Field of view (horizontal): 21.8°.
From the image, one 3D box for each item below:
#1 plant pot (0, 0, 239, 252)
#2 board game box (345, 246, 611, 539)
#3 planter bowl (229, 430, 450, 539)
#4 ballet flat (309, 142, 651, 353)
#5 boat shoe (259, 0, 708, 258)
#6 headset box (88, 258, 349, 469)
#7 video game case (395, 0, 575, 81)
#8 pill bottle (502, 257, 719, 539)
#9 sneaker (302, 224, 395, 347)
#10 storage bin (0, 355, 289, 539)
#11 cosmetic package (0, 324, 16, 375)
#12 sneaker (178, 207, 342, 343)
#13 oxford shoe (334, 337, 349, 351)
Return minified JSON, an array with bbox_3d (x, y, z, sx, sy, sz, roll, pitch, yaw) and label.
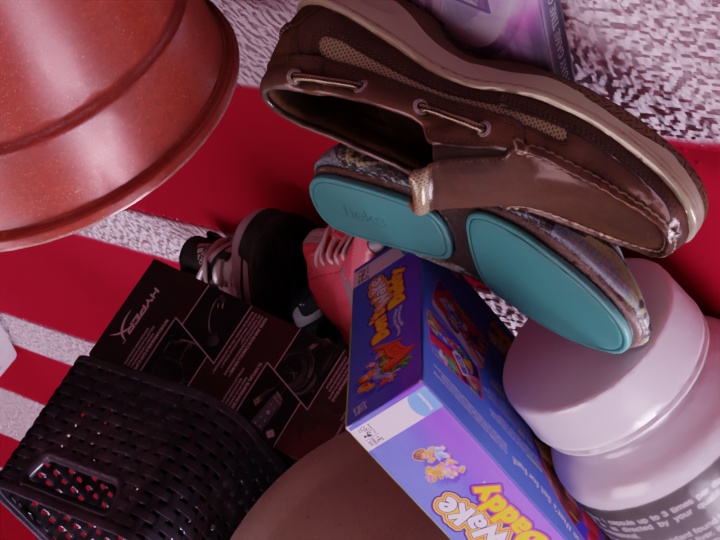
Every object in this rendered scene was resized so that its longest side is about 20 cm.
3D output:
[{"bbox_3d":[-0.181,-0.147,0.872,0.200,0.201,0.196,21,147,37],"label":"plant pot"},{"bbox_3d":[0.072,0.092,0.933,0.200,0.045,0.135,48,-158,-24],"label":"board game box"},{"bbox_3d":[0.034,0.197,0.996,0.135,0.200,0.200,41,168,44],"label":"planter bowl"},{"bbox_3d":[0.065,-0.027,0.877,0.200,0.074,0.074,27,158,33],"label":"ballet flat"},{"bbox_3d":[0.046,-0.049,0.799,0.202,0.075,0.075,29,159,20],"label":"boat shoe"},{"bbox_3d":[-0.046,0.095,1.110,0.199,0.077,0.149,26,157,18],"label":"headset box"},{"bbox_3d":[0.025,-0.125,0.805,0.142,0.019,0.200,26,157,27],"label":"video game case"},{"bbox_3d":[0.165,0.095,0.913,0.200,0.114,0.114,47,158,-26],"label":"pill bottle"},{"bbox_3d":[0.000,0.000,1.044,0.087,0.074,0.200,35,159,15],"label":"sneaker"},{"bbox_3d":[-0.099,0.150,1.071,0.135,0.094,0.200,14,152,38],"label":"storage bin"},{"bbox_3d":[-0.416,0.042,1.840,0.101,0.074,0.200,30,157,17],"label":"cosmetic package"},{"bbox_3d":[-0.079,0.007,1.184,0.115,0.076,0.201,28,161,20],"label":"sneaker"},{"bbox_3d":[0.057,0.075,1.154,0.199,0.070,0.075,26,131,33],"label":"oxford shoe"}]
